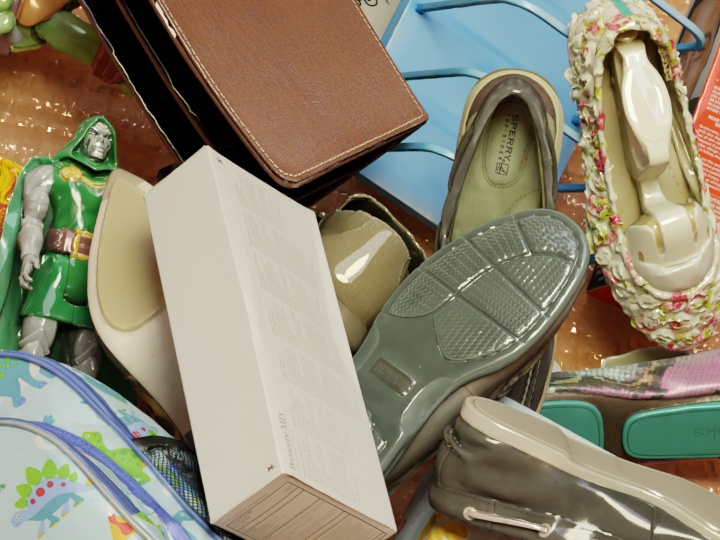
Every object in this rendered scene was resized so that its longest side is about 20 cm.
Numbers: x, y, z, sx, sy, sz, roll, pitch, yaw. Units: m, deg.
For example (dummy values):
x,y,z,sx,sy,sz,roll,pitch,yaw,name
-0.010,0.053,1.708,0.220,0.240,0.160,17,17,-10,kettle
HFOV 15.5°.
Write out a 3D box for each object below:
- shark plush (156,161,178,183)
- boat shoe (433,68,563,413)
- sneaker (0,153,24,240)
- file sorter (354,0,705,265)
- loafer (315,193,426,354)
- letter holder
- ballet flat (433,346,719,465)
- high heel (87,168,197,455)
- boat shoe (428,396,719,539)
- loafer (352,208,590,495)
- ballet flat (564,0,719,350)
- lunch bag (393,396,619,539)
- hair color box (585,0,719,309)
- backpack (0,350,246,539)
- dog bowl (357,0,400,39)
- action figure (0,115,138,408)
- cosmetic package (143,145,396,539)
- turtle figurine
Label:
x,y,z,sx,sy,sz,roll,pitch,yaw,name
-0.056,0.032,1.437,0.200,0.091,0.083,44,33,23,shark plush
0.067,-0.003,1.362,0.071,0.202,0.066,7,6,10,boat shoe
-0.186,-0.023,1.426,0.199,0.077,0.073,7,49,-19,sneaker
0.102,-0.117,1.484,0.139,0.123,0.201,33,76,-26,file sorter
0.000,0.000,1.410,0.067,0.200,0.076,-42,98,3,loafer
-0.084,-0.122,1.383,0.142,0.100,0.200,-29,86,-52,letter holder
0.132,0.075,1.450,0.199,0.069,0.071,-6,38,-6,ballet flat
-0.082,0.051,1.368,0.071,0.143,0.200,-25,59,3,high heel
0.127,0.125,1.268,0.199,0.057,0.067,25,13,-1,boat shoe
0.035,0.051,1.310,0.200,0.063,0.072,-43,65,-8,loafer
0.152,-0.048,1.406,0.075,0.064,0.201,-18,100,-7,ballet flat
0.110,0.184,1.322,0.200,0.127,0.170,31,49,-6,lunch bag
0.201,-0.073,1.514,0.061,0.101,0.201,23,78,-9,hair color box
-0.150,0.141,1.228,0.183,0.147,0.200,-46,64,4,backpack
0.007,-0.160,1.603,0.199,0.074,0.201,9,50,-11,dog bowl
-0.153,0.012,1.380,0.118,0.055,0.201,16,67,-28,action figure
-0.046,0.041,1.248,0.082,0.051,0.201,34,31,-42,cosmetic package
-0.163,-0.175,1.475,0.193,0.201,0.144,21,22,-12,turtle figurine
